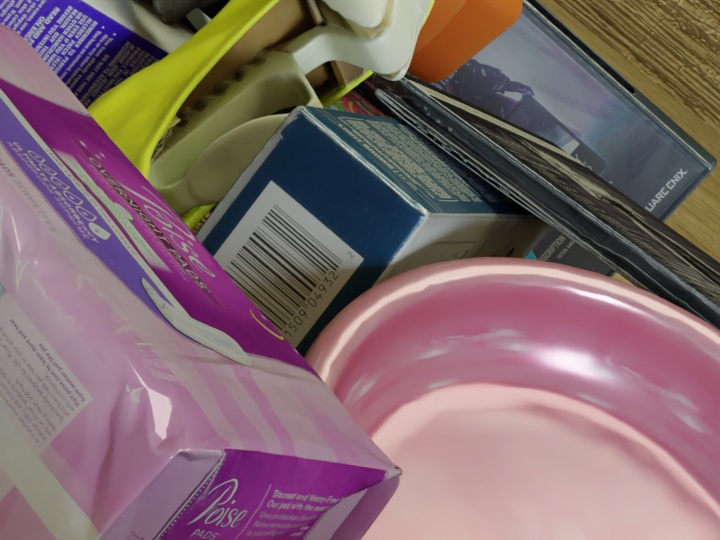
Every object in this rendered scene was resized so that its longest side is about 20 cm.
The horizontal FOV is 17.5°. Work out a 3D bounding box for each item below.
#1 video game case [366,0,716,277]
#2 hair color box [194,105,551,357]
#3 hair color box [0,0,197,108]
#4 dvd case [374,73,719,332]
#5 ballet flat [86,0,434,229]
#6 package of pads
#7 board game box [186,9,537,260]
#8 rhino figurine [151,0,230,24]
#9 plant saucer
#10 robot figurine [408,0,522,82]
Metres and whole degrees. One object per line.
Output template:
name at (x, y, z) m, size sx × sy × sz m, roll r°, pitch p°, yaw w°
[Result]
video game case at (0.055, -0.069, 1.155) m, size 0.200 × 0.143 × 0.019 m, roll 41°, pitch 25°, yaw 0°
hair color box at (0.000, 0.000, 0.844) m, size 0.060 × 0.100 × 0.200 m, roll 41°, pitch 11°, yaw 13°
hair color box at (-0.144, -0.109, 0.866) m, size 0.200 × 0.065 × 0.109 m, roll 31°, pitch 15°, yaw -47°
dvd case at (0.110, -0.004, 0.871) m, size 0.200 × 0.016 × 0.149 m, roll 39°, pitch 11°, yaw 28°
ballet flat at (-0.022, -0.075, 0.834) m, size 0.067 × 0.200 × 0.067 m, roll 29°, pitch -26°, yaw 49°
package of pads at (-0.090, 0.005, 0.604) m, size 0.200 × 0.076 × 0.120 m, roll 47°, pitch 15°, yaw 25°
board game box at (-0.017, -0.049, 1.055) m, size 0.200 × 0.064 × 0.148 m, roll 37°, pitch 14°, yaw -24°
rhino figurine at (-0.080, -0.135, 0.866) m, size 0.200 × 0.060 × 0.087 m, roll 25°, pitch 18°, yaw -49°
plant saucer at (0.065, 0.085, 0.707) m, size 0.200 × 0.051 × 0.201 m, roll 15°, pitch 43°, yaw -15°
robot figurine at (-0.017, -0.168, 1.051) m, size 0.200 × 0.144 × 0.117 m, roll 33°, pitch -14°, yaw -29°
